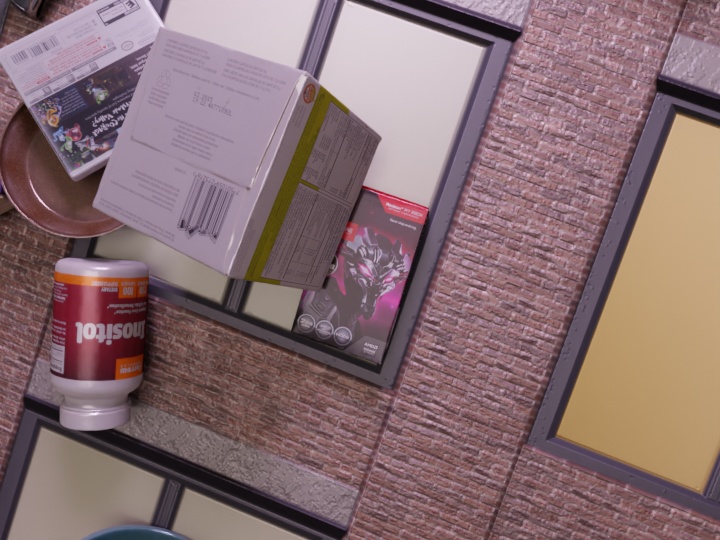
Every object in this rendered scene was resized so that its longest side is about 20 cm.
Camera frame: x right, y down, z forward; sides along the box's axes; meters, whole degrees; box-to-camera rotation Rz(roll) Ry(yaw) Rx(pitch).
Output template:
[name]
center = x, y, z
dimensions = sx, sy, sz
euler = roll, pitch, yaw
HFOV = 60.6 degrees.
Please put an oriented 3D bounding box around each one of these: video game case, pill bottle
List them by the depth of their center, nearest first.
[video game case]
center = -0.320, -0.240, 0.777
dimensions = 0.198, 0.023, 0.184
euler = -33, 89, -13
[pill bottle]
center = -0.330, 0.089, 0.779
dimensions = 0.110, 0.113, 0.205
euler = 4, 94, 6

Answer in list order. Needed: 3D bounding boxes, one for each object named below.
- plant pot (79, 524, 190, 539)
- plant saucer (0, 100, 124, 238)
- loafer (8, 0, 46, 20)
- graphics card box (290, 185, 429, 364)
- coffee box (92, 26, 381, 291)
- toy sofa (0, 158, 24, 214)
[plant pot]
center = -0.294, 0.467, 0.764
dimensions = 0.196, 0.200, 0.200
euler = 18, 103, 5
[plant saucer]
center = -0.351, -0.139, 0.787
dimensions = 0.196, 0.037, 0.205
euler = 1, 82, -9
[loafer]
center = -0.383, -0.413, 0.791
dimensions = 0.199, 0.072, 0.063
euler = -41, 108, 13
[graphics card box]
center = 0.000, 0.000, 0.771
dimensions = 0.123, 0.051, 0.204
euler = 18, 95, 5
[coffee box]
center = -0.126, -0.112, 0.683
dimensions = 0.197, 0.197, 0.203
euler = 25, 95, 24
[toy sofa]
center = -0.530, -0.094, 0.799
dimensions = 0.197, 0.098, 0.084
euler = -24, 91, 8
